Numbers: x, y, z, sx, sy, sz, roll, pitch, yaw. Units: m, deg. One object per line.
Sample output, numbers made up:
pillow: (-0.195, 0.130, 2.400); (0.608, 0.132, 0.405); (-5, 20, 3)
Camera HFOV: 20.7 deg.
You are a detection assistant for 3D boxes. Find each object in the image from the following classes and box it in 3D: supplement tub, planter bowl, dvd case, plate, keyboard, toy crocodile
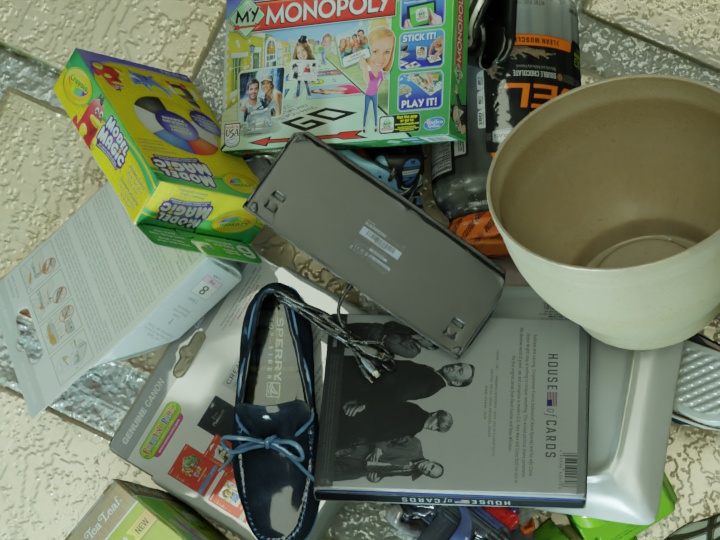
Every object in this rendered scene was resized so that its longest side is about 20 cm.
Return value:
supplement tub: (0.116, -0.117, 1.561); (0.122, 0.123, 0.200); (-3, 80, 5)
planter bowl: (0.202, -0.029, 1.442); (0.200, 0.135, 0.200); (-10, 45, 10)
dvd case: (0.070, 0.103, 1.467); (0.200, 0.025, 0.151); (2, 59, 6)
plate: (0.148, 0.087, 1.524); (0.199, 0.032, 0.200); (3, 75, 32)
keyboard: (0.000, 0.000, 1.468); (0.200, 0.021, 0.127); (36, 86, -2)
toy crocodile: (0.157, 0.217, 1.533); (0.200, 0.062, 0.068); (-36, 119, -1)

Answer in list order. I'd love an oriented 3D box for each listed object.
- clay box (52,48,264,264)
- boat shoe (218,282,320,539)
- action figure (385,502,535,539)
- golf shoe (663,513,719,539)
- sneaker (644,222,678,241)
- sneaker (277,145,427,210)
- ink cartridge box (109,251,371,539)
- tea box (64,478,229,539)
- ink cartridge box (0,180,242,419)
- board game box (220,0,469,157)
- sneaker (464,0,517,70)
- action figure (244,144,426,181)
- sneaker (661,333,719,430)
clay box: (-0.148, -0.088, 1.523); (0.048, 0.115, 0.200); (-56, 48, 24)
boat shoe: (-0.072, 0.108, 1.482); (0.084, 0.069, 0.200); (-9, 78, 5)
action figure: (0.052, 0.210, 1.487); (0.193, 0.105, 0.200); (-46, 65, 3)
golf shoe: (0.289, 0.214, 1.500); (0.200, 0.094, 0.078); (-32, 80, 1)
sneaker: (0.268, -0.010, 1.553); (0.114, 0.076, 0.200); (-14, 76, 5)
sneaker: (0.020, -0.052, 1.516); (0.090, 0.078, 0.200); (-35, 92, 36)
ink cartridge box: (-0.072, 0.106, 1.561); (0.175, 0.084, 0.200); (31, 84, 11)
tea box: (-0.132, 0.271, 1.479); (0.197, 0.200, 0.134); (37, 86, 10)
ink cartridge box: (-0.198, 0.010, 1.580); (0.200, 0.057, 0.163); (-45, 44, 16)
board game box: (-0.013, -0.159, 1.485); (0.200, 0.029, 0.135); (-3, 82, 29)
sneaker: (0.042, -0.175, 1.503); (0.201, 0.076, 0.115); (-48, 53, 21)
action figure: (-0.030, -0.116, 1.607); (0.200, 0.069, 0.130); (-24, 71, -2)
sneaker: (0.229, 0.070, 1.545); (0.200, 0.079, 0.079); (33, 93, 33)
